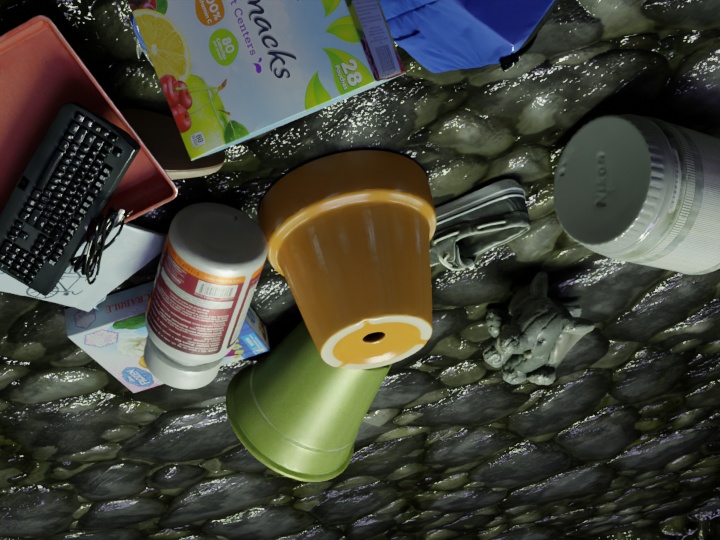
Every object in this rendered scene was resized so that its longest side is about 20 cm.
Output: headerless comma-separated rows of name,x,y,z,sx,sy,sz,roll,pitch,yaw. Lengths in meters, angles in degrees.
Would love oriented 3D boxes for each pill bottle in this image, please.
pill bottle,-0.179,0.032,1.293,0.109,0.110,0.201,1,133,-26

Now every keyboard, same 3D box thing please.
keyboard,-0.260,-0.049,1.034,0.104,0.040,0.200,28,124,-17

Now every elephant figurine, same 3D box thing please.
elephant figurine,0.246,0.077,1.574,0.140,0.156,0.200,12,158,0

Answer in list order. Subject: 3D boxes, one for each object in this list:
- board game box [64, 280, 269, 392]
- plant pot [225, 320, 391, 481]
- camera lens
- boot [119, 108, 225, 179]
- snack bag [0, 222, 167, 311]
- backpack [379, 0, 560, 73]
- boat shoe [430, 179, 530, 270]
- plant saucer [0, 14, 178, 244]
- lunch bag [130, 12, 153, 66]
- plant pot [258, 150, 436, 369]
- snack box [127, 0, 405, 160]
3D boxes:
board game box,-0.238,0.076,1.463,0.198,0.041,0.200,-18,151,7
plant pot,-0.052,0.143,1.544,0.199,0.201,0.190,8,133,-34
camera lens,0.337,-0.084,1.306,0.199,0.161,0.160,9,144,-36
boot,-0.245,-0.085,1.129,0.198,0.071,0.147,12,137,-17
snack bag,-0.326,-0.021,1.271,0.188,0.022,0.199,-34,145,33
backpack,0.075,-0.249,0.868,0.163,0.168,0.200,-49,-170,-6
boat shoe,0.112,-0.036,1.386,0.199,0.071,0.072,-30,148,29
plant saucer,-0.293,-0.111,1.035,0.198,0.037,0.201,-23,122,18
lunch bag,-0.093,-0.219,0.965,0.198,0.076,0.160,-19,149,7
plant pot,0.000,0.000,1.282,0.198,0.185,0.201,-11,152,-6
snack box,-0.082,-0.205,0.843,0.167,0.202,0.068,-17,-172,26
